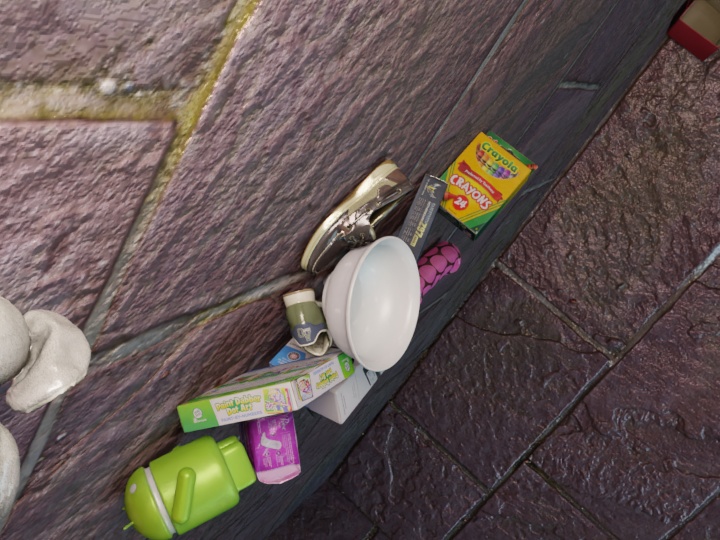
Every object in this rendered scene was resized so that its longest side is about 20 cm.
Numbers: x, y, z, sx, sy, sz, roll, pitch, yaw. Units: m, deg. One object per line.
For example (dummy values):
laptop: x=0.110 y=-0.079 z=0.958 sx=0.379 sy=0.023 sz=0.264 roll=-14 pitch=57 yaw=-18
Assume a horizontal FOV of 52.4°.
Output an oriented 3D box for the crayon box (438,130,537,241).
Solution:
crayon box: x=0.235 y=-0.174 z=1.408 sx=0.200 sy=0.127 sz=0.051 roll=-49 pitch=167 yaw=-9

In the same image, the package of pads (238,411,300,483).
package of pads: x=-0.155 y=0.267 z=1.203 sx=0.075 sy=0.122 sz=0.200 roll=-9 pitch=180 yaw=-16

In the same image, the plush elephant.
plush elephant: x=-0.262 y=0.076 z=0.439 sx=0.199 sy=0.165 sz=0.156 roll=-21 pitch=-135 yaw=32

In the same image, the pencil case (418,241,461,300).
pencil case: x=0.167 y=0.011 z=1.789 sx=0.200 sy=0.090 sz=0.094 roll=-37 pitch=127 yaw=-37

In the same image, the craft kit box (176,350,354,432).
craft kit box: x=-0.136 y=0.177 z=1.097 sx=0.199 sy=0.049 sz=0.197 roll=-16 pitch=178 yaw=25

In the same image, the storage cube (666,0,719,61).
storage cube: x=1.238 y=-0.890 z=2.617 sx=0.171 sy=0.200 sz=0.180 roll=-51 pitch=173 yaw=6

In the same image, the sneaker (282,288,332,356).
sneaker: x=-0.075 y=0.094 z=1.160 sx=0.067 sy=0.091 sz=0.200 roll=-15 pitch=164 yaw=5

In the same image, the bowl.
bowl: x=0.004 y=0.045 z=1.106 sx=0.201 sy=0.090 sz=0.203 roll=-15 pitch=108 yaw=-55

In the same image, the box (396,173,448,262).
box: x=0.089 y=-0.048 z=1.307 sx=0.158 sy=0.051 sz=0.201 roll=104 pitch=9 yaw=-61

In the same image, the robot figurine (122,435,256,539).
robot figurine: x=-0.262 y=0.326 z=1.101 sx=0.199 sy=0.116 sz=0.175 roll=-24 pitch=-171 yaw=-17

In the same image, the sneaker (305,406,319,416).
sneaker: x=-0.048 y=0.175 z=1.344 sx=0.115 sy=0.076 sz=0.201 roll=-21 pitch=-151 yaw=15

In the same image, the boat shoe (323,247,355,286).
boat shoe: x=0.004 y=0.003 z=1.242 sx=0.086 sy=0.075 sz=0.202 roll=-53 pitch=169 yaw=15

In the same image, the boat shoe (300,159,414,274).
boat shoe: x=-0.004 y=-0.067 z=1.038 sx=0.200 sy=0.065 sz=0.073 roll=-50 pitch=167 yaw=0

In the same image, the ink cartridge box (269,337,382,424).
ink cartridge box: x=-0.039 y=0.147 z=1.275 sx=0.200 sy=0.144 sz=0.085 roll=-47 pitch=143 yaw=-37
